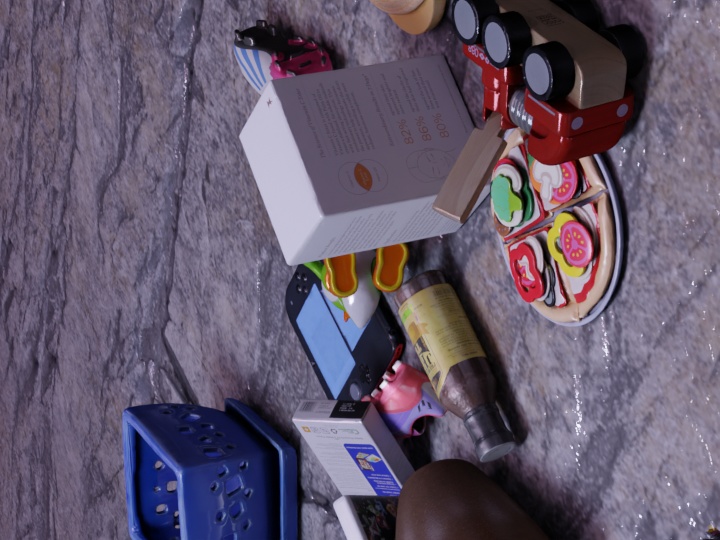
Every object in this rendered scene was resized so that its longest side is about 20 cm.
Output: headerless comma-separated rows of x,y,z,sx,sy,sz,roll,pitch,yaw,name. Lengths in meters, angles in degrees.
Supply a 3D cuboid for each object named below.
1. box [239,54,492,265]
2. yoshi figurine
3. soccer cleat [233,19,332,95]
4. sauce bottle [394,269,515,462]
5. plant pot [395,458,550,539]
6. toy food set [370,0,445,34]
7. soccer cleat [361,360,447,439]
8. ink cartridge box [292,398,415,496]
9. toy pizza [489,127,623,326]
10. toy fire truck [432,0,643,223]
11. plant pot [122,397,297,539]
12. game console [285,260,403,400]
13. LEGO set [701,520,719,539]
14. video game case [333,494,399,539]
0.006,-0.110,1.687,0.106,0.198,0.153,-52,55,56,box
-0.005,-0.015,1.831,0.112,0.112,0.200,44,172,-2,yoshi figurine
-0.081,-0.224,1.969,0.200,0.069,0.087,39,150,54,soccer cleat
0.098,0.097,1.742,0.201,0.064,0.065,65,150,25,sauce bottle
0.107,0.289,1.706,0.201,0.185,0.188,-114,27,-49,plant pot
0.036,-0.350,1.698,0.201,0.048,0.199,59,147,34,toy food set
0.033,0.166,1.895,0.076,0.067,0.200,38,147,2,soccer cleat
0.009,0.219,1.897,0.094,0.037,0.201,-1,133,35,ink cartridge box
0.171,-0.046,1.579,0.200,0.031,0.202,34,130,54,toy pizza
0.142,-0.132,1.506,0.176,0.128,0.201,45,143,46,toy fire truck
-0.190,0.285,2.247,0.200,0.178,0.202,34,130,54,plant pot
-0.023,0.061,1.998,0.201,0.031,0.177,62,149,28,game console
0.345,0.230,1.208,0.154,0.198,0.117,-110,22,-63,LEGO set
0.066,0.326,1.788,0.023,0.181,0.201,-36,65,26,video game case
